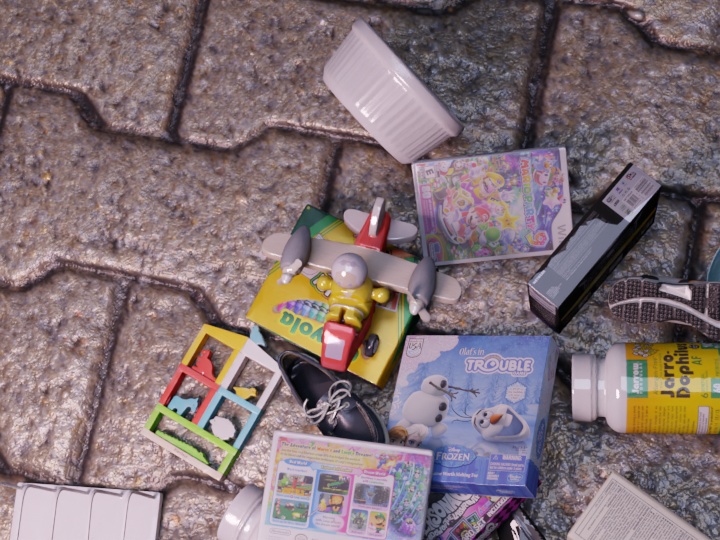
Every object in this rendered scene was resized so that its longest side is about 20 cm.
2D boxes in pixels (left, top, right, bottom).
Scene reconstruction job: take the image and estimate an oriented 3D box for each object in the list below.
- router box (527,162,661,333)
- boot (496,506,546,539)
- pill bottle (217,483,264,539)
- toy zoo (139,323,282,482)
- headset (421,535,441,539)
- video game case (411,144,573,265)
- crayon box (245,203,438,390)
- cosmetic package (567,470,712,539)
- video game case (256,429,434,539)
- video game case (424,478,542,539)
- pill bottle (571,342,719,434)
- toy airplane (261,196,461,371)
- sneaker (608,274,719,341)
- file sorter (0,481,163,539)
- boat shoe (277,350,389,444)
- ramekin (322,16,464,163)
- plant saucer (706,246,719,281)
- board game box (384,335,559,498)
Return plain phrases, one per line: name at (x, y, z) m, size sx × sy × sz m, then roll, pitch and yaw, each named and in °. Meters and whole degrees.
router box at (0.292, -0.024, 1.699) m, size 0.052 × 0.157 × 0.200 m, roll 40°, pitch 84°, yaw 16°
boot at (0.146, 0.389, 1.668) m, size 0.200 × 0.066 × 0.165 m, roll -38°, pitch 71°, yaw 3°
pill bottle at (-0.075, 0.352, 1.683) m, size 0.199 × 0.112 × 0.112 m, roll 30°, pitch 82°, yaw 14°
toy zoo at (-0.187, 0.161, 1.797) m, size 0.131 × 0.020 × 0.201 m, roll 27°, pitch 81°, yaw 15°
headset at (0.131, 0.395, 1.582) m, size 0.123 × 0.094 × 0.200 m, roll -38°, pitch 98°, yaw -1°
video game case at (0.174, -0.083, 1.766) m, size 0.199 × 0.018 × 0.144 m, roll -6°, pitch 109°, yaw 7°
crayon box at (-0.022, 0.034, 1.784) m, size 0.199 × 0.058 × 0.173 m, roll 26°, pitch 81°, yaw 14°
cosmetic package at (0.357, 0.343, 1.630) m, size 0.200 × 0.087 × 0.104 m, roll 37°, pitch 82°, yaw 17°
video game case at (-0.021, 0.294, 1.621) m, size 0.199 × 0.024 × 0.183 m, roll 6°, pitch 75°, yaw 10°
video game case at (0.095, 0.274, 1.684) m, size 0.200 × 0.036 × 0.181 m, roll -44°, pitch 50°, yaw -3°
pill bottle at (0.361, 0.144, 1.667) m, size 0.199 × 0.113 × 0.113 m, roll 0°, pitch 76°, yaw 9°
toy airplane at (0.000, 0.000, 1.686) m, size 0.199 × 0.141 × 0.200 m, roll -29°, pitch 74°, yaw 1°
sneaker at (0.415, 0.038, 1.690) m, size 0.199 × 0.080 × 0.074 m, roll 12°, pitch 104°, yaw 21°
file sorter at (-0.371, 0.342, 1.726) m, size 0.199 × 0.125 × 0.140 m, roll 2°, pitch 76°, yaw 9°
boat shoe at (-0.038, 0.168, 1.716) m, size 0.075 × 0.062 × 0.200 m, roll -43°, pitch 51°, yaw 2°
ramekin at (0.037, -0.228, 1.778) m, size 0.094 × 0.202 × 0.202 m, roll -44°, pitch 73°, yaw 8°
plant saucer at (0.539, 0.029, 1.714) m, size 0.199 × 0.027 × 0.201 m, roll -2°, pitch 75°, yaw 9°
board game box at (0.133, 0.176, 1.674) m, size 0.199 × 0.043 × 0.200 m, roll -2°, pitch 59°, yaw 27°
